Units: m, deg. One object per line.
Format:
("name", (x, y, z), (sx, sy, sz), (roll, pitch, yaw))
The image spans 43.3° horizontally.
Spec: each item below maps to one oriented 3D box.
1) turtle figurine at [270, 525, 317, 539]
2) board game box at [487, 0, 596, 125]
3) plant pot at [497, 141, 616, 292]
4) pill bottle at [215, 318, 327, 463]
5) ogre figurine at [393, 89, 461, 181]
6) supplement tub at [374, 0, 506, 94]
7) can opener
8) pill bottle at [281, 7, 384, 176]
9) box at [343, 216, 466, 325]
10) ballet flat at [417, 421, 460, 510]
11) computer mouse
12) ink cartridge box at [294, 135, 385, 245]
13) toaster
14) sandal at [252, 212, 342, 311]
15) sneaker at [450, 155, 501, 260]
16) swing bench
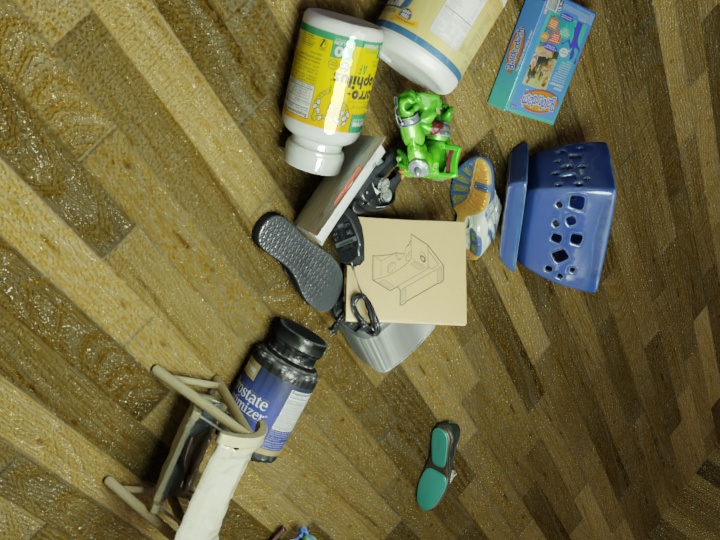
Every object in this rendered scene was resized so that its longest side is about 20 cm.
("turtle figurine", (-0.139, 0.574, 1.608), (0.192, 0.143, 0.203), (-24, 126, -27))
("board game box", (0.307, -0.359, 1.532), (0.151, 0.045, 0.203), (4, 111, -46))
("plant pot", (0.336, -0.104, 1.583), (0.201, 0.177, 0.203), (-72, 167, -58))
("pill bottle", (-0.133, 0.182, 1.392), (0.111, 0.111, 0.202), (22, 98, -48))
("ogre figurine", (0.099, -0.194, 1.334), (0.096, 0.200, 0.122), (-4, 91, 2))
("supplement tub", (0.117, -0.367, 1.267), (0.144, 0.144, 0.202), (30, 92, -49))
("can opener", (0.053, -0.162, 1.397), (0.200, 0.078, 0.064), (-47, 129, -24))
("pill bottle", (-0.043, -0.237, 1.217), (0.112, 0.112, 0.203), (-3, 117, -42))
("box", (0.071, 0.001, 1.422), (0.196, 0.021, 0.167), (3, 82, -14))
("ballet flat", (0.169, 0.399, 1.857), (0.068, 0.068, 0.203), (-14, 124, -48))
("computer mouse", (0.000, 0.000, 1.368), (0.034, 0.058, 0.203), (-14, 90, -43))
("ink cartridge box", (-0.019, -0.110, 1.265), (0.057, 0.200, 0.164), (35, 89, -20))
("toaster", (0.042, 0.077, 1.496), (0.200, 0.113, 0.130), (-43, 139, -18))
("sandal", (-0.091, -0.017, 1.366), (0.076, 0.043, 0.201), (-47, 127, -13))
("sneaker", (0.206, -0.120, 1.575), (0.088, 0.075, 0.202), (-37, 143, -37))
("swing bench", (-0.235, 0.275, 1.283), (0.129, 0.199, 0.201), (18, 102, -48))
